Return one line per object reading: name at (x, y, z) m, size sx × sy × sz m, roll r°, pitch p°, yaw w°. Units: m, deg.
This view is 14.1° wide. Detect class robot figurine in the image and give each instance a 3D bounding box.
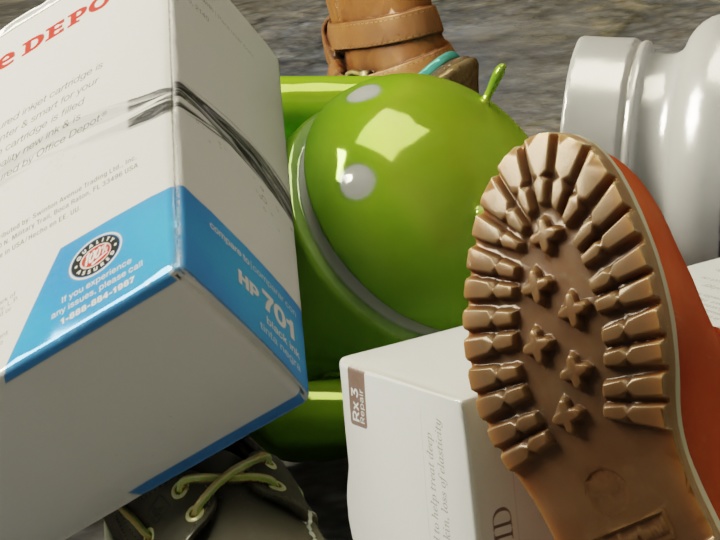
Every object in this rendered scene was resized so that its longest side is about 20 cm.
robot figurine at (0.000, 0.000, 1.163) m, size 0.115 × 0.176 × 0.200 m, roll 21°, pitch -41°, yaw -26°

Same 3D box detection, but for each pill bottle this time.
pill bottle at (0.182, -0.044, 1.151) m, size 0.199 × 0.112 × 0.111 m, roll 6°, pitch 16°, yaw 12°

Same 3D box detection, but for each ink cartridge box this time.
ink cartridge box at (-0.104, -0.010, 1.090) m, size 0.146 × 0.086 × 0.200 m, roll -30°, pitch 36°, yaw 20°

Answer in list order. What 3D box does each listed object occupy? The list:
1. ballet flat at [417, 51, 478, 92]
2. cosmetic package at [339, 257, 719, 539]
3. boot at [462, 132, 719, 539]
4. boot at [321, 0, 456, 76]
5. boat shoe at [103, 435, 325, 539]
ballet flat at (-0.005, -0.005, 1.271) m, size 0.200 × 0.072 × 0.068 m, roll -42°, pitch -16°, yaw 8°
cosmetic package at (0.097, 0.066, 1.007) m, size 0.200 × 0.113 × 0.081 m, roll -17°, pitch 17°, yaw -31°
boot at (0.100, 0.049, 0.923) m, size 0.075 × 0.200 × 0.107 m, roll -19°, pitch -2°, yaw 40°
boot at (0.038, -0.071, 1.338) m, size 0.077 × 0.156 × 0.200 m, roll -11°, pitch 15°, yaw -21°
boat shoe at (-0.054, 0.094, 1.061) m, size 0.072 × 0.060 × 0.202 m, roll -11°, pitch 15°, yaw -17°
